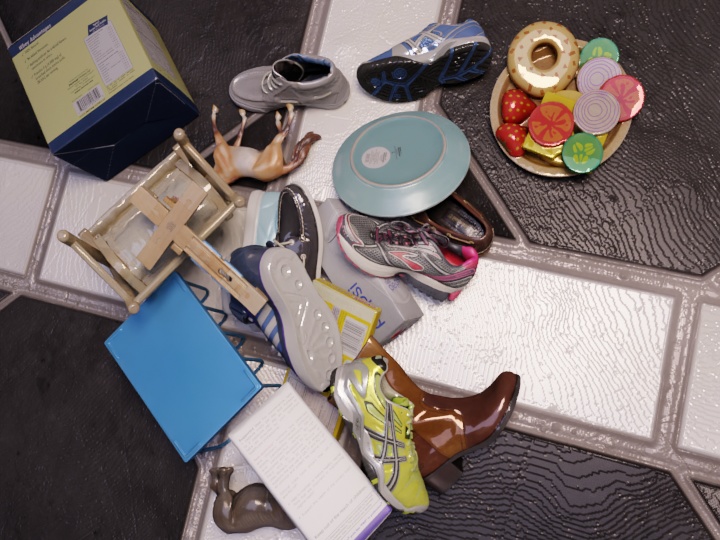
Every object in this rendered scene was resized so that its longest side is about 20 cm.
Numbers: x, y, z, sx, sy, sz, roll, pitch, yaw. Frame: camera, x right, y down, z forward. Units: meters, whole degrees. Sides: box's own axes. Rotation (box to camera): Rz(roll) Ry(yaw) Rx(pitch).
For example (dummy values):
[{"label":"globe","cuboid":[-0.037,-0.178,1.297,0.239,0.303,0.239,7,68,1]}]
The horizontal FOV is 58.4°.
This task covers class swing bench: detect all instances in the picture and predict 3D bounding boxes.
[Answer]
[{"label":"swing bench","cuboid":[-0.274,-0.068,0.869,0.199,0.200,0.130,-45,104,-9]}]

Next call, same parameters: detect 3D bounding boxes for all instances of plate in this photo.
[{"label":"plate","cuboid":[0.052,-0.157,0.881,0.194,0.026,0.204,-7,53,9]}]

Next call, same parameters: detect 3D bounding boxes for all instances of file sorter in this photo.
[{"label":"file sorter","cuboid":[-0.222,0.132,0.893,0.139,0.123,0.201,-43,74,4]}]

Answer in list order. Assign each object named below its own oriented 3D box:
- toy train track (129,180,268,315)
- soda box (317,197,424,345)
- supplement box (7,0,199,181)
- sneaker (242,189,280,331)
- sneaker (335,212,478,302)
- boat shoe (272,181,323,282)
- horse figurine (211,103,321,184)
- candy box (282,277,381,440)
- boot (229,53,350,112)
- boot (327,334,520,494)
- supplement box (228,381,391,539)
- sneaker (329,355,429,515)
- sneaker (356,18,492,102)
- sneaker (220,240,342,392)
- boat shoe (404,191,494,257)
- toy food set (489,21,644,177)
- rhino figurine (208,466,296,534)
[{"label":"toy train track","cuboid":[-0.188,-0.025,0.766,0.199,0.033,0.115,42,98,-1]},{"label":"soda box","cuboid":[0.000,0.000,0.882,0.068,0.063,0.203,-39,73,27]},{"label":"supplement box","cuboid":[-0.395,-0.292,1.000,0.197,0.134,0.203,-31,75,7]},{"label":"sneaker","cuboid":[-0.124,-0.015,0.921,0.079,0.074,0.206,1,85,9]},{"label":"sneaker","cuboid":[0.060,-0.033,0.836,0.195,0.075,0.082,19,48,-16]},{"label":"boat shoe","cuboid":[-0.093,-0.016,0.873,0.073,0.059,0.206,23,122,45]},{"label":"horse figurine","cuboid":[-0.160,-0.180,0.968,0.194,0.050,0.137,4,81,14]},{"label":"candy box","cuboid":[-0.046,0.124,0.865,0.101,0.026,0.205,25,107,23]},{"label":"boot","cuboid":[-0.117,-0.285,0.951,0.194,0.096,0.076,2,81,14]},{"label":"boot","cuboid":[0.083,0.153,0.825,0.199,0.068,0.189,41,104,0]},{"label":"supplement box","cuboid":[-0.065,0.256,0.804,0.103,0.102,0.200,-40,79,-17]},{"label":"sneaker","cuboid":[0.037,0.198,0.769,0.075,0.075,0.203,-27,96,13]},{"label":"sneaker","cuboid":[0.089,-0.303,0.926,0.194,0.076,0.079,-9,56,12]},{"label":"sneaker","cuboid":[-0.112,0.061,0.841,0.144,0.080,0.204,-3,117,46]},{"label":"boat shoe","cuboid":[0.098,-0.093,0.881,0.198,0.070,0.071,33,88,18]},{"label":"toy food set","cuboid":[0.274,-0.226,0.871,0.194,0.049,0.204,23,86,16]},{"label":"rhino figurine","cuboid":[-0.113,0.305,0.870,0.194,0.060,0.090,-7,77,6]}]
